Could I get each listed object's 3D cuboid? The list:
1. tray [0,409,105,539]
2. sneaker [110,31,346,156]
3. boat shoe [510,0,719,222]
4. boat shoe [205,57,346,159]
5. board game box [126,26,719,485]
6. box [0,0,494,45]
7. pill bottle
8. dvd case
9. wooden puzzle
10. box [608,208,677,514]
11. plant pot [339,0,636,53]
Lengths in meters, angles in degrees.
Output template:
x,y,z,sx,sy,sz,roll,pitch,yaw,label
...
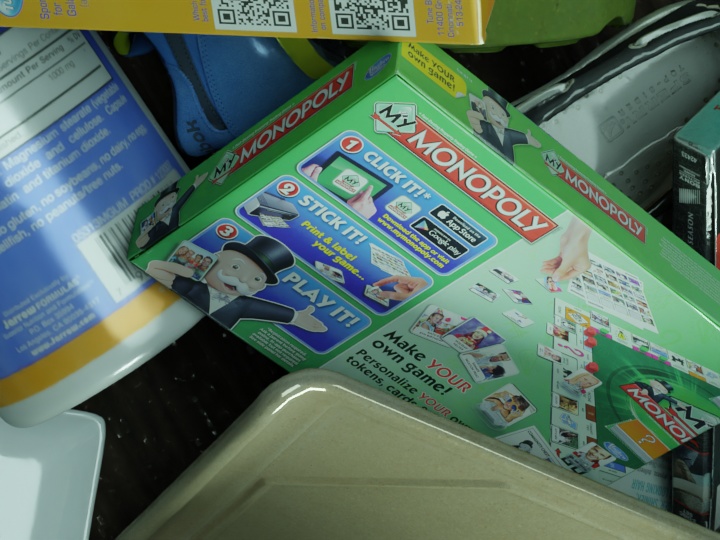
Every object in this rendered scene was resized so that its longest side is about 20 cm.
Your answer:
x,y,z,sx,sy,sz,roll,pitch,yaw,label
-0.201,0.092,0.984,0.200,0.022,0.108,10,87,-17,tray
-0.081,-0.135,0.983,0.078,0.066,0.200,-33,70,16,sneaker
0.075,-0.031,0.977,0.200,0.060,0.074,-34,99,-7,boat shoe
0.000,0.000,1.039,0.062,0.073,0.200,-22,107,27,boat shoe
0.038,0.009,0.920,0.200,0.135,0.029,36,38,-28,board game box
-0.047,-0.126,0.881,0.200,0.119,0.042,5,129,11,box
-0.139,-0.053,0.958,0.112,0.112,0.200,-37,99,-14,pill bottle
0.165,-0.009,1.002,0.146,0.022,0.200,-43,142,-33,dvd case
0.022,0.099,0.979,0.200,0.185,0.037,19,58,-18,wooden puzzle
0.117,0.023,1.055,0.082,0.049,0.200,18,83,-44,box
0.040,-0.183,0.989,0.200,0.200,0.190,-6,103,-17,plant pot
